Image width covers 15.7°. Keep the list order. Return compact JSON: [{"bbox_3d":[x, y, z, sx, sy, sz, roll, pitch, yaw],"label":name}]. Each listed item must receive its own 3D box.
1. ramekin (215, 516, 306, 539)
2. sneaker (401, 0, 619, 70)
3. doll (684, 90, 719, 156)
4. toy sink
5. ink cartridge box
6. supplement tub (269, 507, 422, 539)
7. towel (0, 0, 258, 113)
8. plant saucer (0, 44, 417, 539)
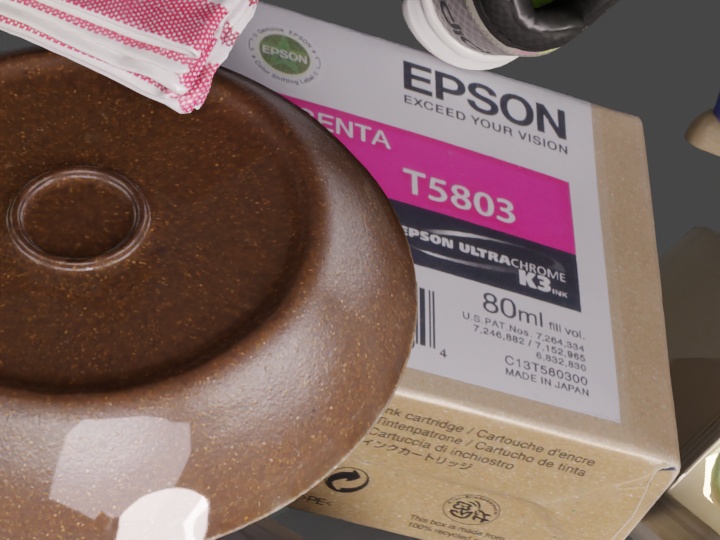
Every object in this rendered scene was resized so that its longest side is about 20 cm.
[{"bbox_3d":[-0.078,0.154,0.791,0.200,0.098,0.201,-30,136,-34],"label":"ramekin"},{"bbox_3d":[0.093,-0.149,0.871,0.074,0.087,0.200,36,91,-20],"label":"sneaker"},{"bbox_3d":[0.167,-0.137,0.926,0.136,0.048,0.200,-10,118,-47],"label":"doll"},{"bbox_3d":[0.161,0.078,0.921,0.112,0.200,0.130,-44,108,-2],"label":"toy sink"},{"bbox_3d":[0.000,0.000,0.877,0.200,0.165,0.075,15,137,-17],"label":"ink cartridge box"},{"bbox_3d":[0.032,0.184,0.940,0.144,0.144,0.200,-23,107,-9],"label":"supplement tub"},{"bbox_3d":[-0.068,-0.151,0.828,0.146,0.030,0.200,22,63,18],"label":"towel"},{"bbox_3d":[-0.082,-0.005,0.766,0.200,0.200,0.037,-11,140,-12],"label":"plant saucer"}]
